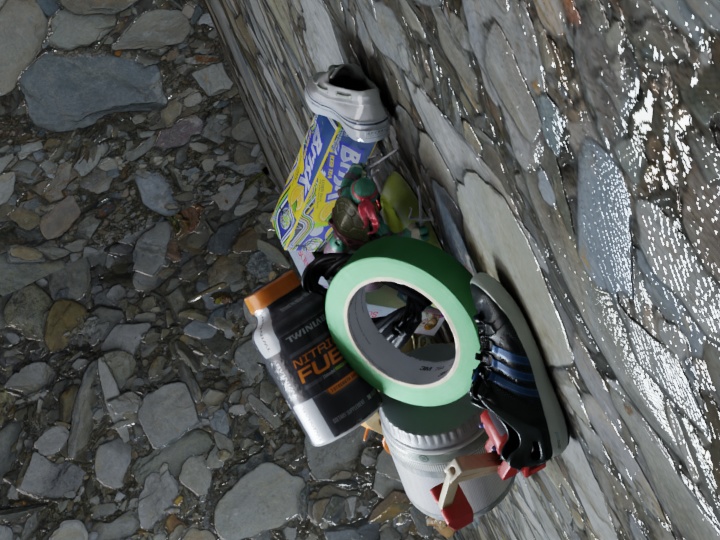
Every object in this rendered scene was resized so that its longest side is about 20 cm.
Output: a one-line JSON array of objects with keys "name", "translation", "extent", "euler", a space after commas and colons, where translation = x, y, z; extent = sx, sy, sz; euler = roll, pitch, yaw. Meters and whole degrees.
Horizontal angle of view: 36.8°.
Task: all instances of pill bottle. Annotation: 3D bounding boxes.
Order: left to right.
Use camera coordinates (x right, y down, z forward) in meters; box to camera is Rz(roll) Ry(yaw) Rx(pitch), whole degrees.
[{"name": "pill bottle", "translation": [-0.064, 0.102, 1.321], "extent": [0.202, 0.105, 0.106], "euler": [60, 175, -3]}]

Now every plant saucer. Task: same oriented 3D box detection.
[{"name": "plant saucer", "translation": [0.071, -0.032, 1.419], "extent": [0.200, 0.031, 0.203], "euler": [155, 91, -84]}]

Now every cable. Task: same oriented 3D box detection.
[{"name": "cable", "translation": [0.006, 0.026, 1.339], "extent": [0.161, 0.051, 0.201], "euler": [26, 150, -1]}]

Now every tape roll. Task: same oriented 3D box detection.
[{"name": "tape roll", "translation": [0.056, 0.060, 1.232], "extent": [0.198, 0.048, 0.203], "euler": [17, 129, 22]}]

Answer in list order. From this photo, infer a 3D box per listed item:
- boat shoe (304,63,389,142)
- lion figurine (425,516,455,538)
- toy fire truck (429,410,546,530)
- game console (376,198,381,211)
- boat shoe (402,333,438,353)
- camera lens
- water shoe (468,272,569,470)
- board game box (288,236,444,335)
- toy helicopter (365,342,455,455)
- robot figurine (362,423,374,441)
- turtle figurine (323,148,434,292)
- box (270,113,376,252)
[{"name": "boat shoe", "translation": [-0.014, -0.218, 1.301], "extent": [0.200, 0.072, 0.068], "euler": [-137, 37, -54]}, {"name": "lion figurine", "translation": [0.228, 0.695, 3.007], "extent": [0.123, 0.072, 0.200], "euler": [46, 177, 44]}, {"name": "toy fire truck", "translation": [0.144, 0.217, 1.229], "extent": [0.049, 0.139, 0.201], "euler": [60, 173, 32]}, {"name": "game console", "translation": [-0.018, -0.169, 1.728], "extent": [0.179, 0.031, 0.200], "euler": [60, 176, -2]}, {"name": "boat shoe", "translation": [0.097, 0.141, 1.572], "extent": [0.201, 0.073, 0.063], "euler": [51, -178, -31]}, {"name": "camera lens", "translation": [0.114, 0.215, 1.406], "extent": [0.161, 0.158, 0.202], "euler": [59, 172, 46]}, {"name": "water shoe", "translation": [0.141, 0.103, 1.078], "extent": [0.071, 0.078, 0.203], "euler": [-169, 55, -83]}, {"name": "board game box", "translation": [0.000, 0.000, 1.537], "extent": [0.041, 0.198, 0.201], "euler": [-57, 43, 28]}, {"name": "toy helicopter", "translation": [0.072, 0.160, 1.519], "extent": [0.132, 0.200, 0.079], "euler": [42, -148, -9]}, {"name": "robot figurine", "translation": [0.045, 0.161, 1.667], "extent": [0.116, 0.200, 0.144], "euler": [36, 148, 6]}, {"name": "turtle figurine", "translation": [0.008, -0.066, 1.331], "extent": [0.151, 0.099, 0.201], "euler": [59, 153, 27]}, {"name": "box", "translation": [-0.048, -0.122, 1.425], "extent": [0.065, 0.069, 0.202], "euler": [59, 134, 41]}]
